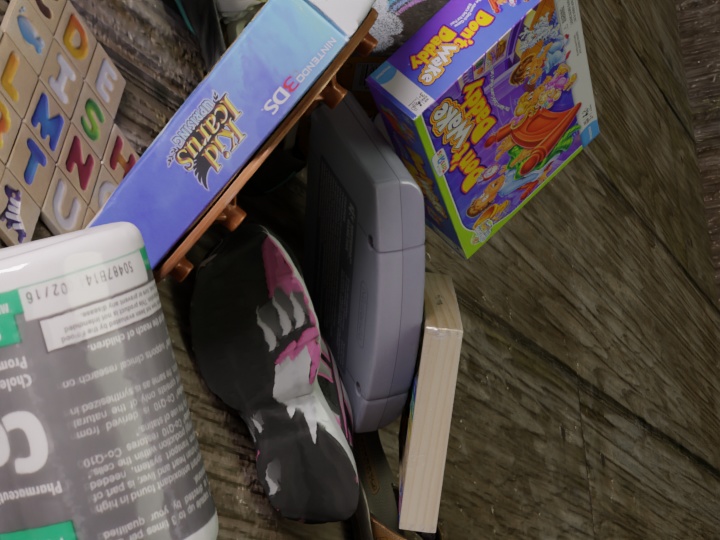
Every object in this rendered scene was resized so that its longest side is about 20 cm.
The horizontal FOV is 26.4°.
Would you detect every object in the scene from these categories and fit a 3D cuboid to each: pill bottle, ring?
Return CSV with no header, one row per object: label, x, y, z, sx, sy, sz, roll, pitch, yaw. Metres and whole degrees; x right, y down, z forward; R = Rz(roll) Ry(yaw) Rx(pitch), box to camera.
pill bottle,-0.128,0.087,0.689,0.113,0.113,0.201,-31,107,-67
ring,-0.052,-0.067,0.867,0.019,0.200,0.201,40,31,-8

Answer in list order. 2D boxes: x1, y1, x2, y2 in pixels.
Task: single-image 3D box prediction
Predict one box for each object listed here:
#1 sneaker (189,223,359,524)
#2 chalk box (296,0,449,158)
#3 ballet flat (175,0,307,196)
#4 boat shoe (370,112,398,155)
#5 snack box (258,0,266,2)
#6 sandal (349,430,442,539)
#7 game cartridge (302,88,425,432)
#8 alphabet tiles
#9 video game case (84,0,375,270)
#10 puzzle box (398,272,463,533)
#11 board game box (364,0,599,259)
sneaker,-0.052,0.059,0.970,0.086,0.080,0.201,-84,163,-64
chalk box,0.005,-0.194,1.082,0.124,0.124,0.201,105,-18,-59
ballet flat,-0.076,-0.150,0.999,0.068,0.068,0.201,-29,106,-65
boat shoe,0.007,-0.033,1.082,0.200,0.062,0.072,87,18,-49
snack box,-0.127,-0.242,0.819,0.053,0.142,0.200,-53,138,-17
sandal,0.030,0.187,1.111,0.082,0.054,0.201,-33,109,-68
game cartridge,0.000,0.000,0.991,0.134,0.040,0.201,-117,-156,-48
alphabet tiles,-0.175,-0.090,0.805,0.200,0.008,0.168,58,29,-42
video game case,-0.057,-0.105,0.843,0.045,0.200,0.181,39,31,-9
puzzle box,0.045,0.083,1.043,0.200,0.025,0.134,-83,179,-81
board game box,0.086,-0.105,0.995,0.045,0.134,0.200,43,-8,26
